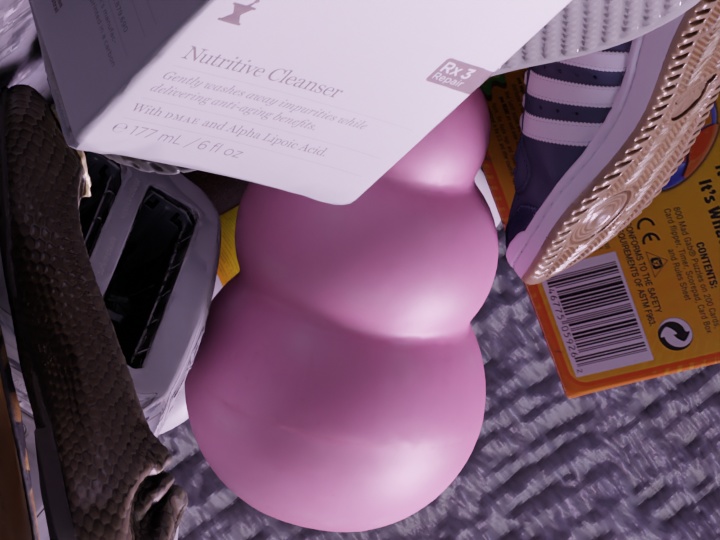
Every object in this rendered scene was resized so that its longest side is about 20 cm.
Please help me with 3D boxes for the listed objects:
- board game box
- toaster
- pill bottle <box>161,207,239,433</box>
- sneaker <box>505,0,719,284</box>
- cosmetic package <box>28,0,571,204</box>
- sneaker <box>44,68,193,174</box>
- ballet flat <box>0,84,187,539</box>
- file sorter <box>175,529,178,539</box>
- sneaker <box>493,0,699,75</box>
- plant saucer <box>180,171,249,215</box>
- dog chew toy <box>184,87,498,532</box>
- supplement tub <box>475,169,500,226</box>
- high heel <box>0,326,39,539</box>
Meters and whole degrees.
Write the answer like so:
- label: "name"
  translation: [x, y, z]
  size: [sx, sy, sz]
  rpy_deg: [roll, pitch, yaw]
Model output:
- label: "board game box"
  translation: [0.171, -0.092, 1.037]
  size: [0.199, 0.201, 0.200]
  rpy_deg: [-14, -165, 26]
- label: "toaster"
  translation: [-0.130, 0.028, 0.935]
  size: [0.129, 0.113, 0.200]
  rpy_deg: [-44, -163, 36]
- label: "pill bottle"
  translation: [-0.105, 0.014, 1.139]
  size: [0.109, 0.109, 0.200]
  rpy_deg: [-40, -176, 15]
- label: "sneaker"
  translation: [0.082, -0.090, 0.919]
  size: [0.070, 0.109, 0.200]
  rpy_deg: [-28, 156, -38]
- label: "cosmetic package"
  translation: [0.009, -0.112, 0.648]
  size: [0.112, 0.081, 0.200]
  rpy_deg: [10, 140, -42]
- label: "sneaker"
  translation: [-0.033, -0.104, 0.804]
  size: [0.200, 0.075, 0.087]
  rpy_deg: [-39, -171, 39]
- label: "ballet flat"
  translation: [-0.094, 0.018, 0.803]
  size: [0.046, 0.201, 0.068]
  rpy_deg: [-9, 143, -9]
- label: "file sorter"
  translation: [-0.200, 0.169, 1.142]
  size: [0.199, 0.125, 0.139]
  rpy_deg: [5, 175, -13]
- label: "sneaker"
  translation: [0.031, -0.120, 0.842]
  size: [0.200, 0.105, 0.075]
  rpy_deg: [-16, 163, 40]
- label: "plant saucer"
  translation: [-0.033, -0.079, 1.058]
  size: [0.200, 0.037, 0.200]
  rpy_deg: [-38, -168, 9]
- label: "dog chew toy"
  translation: [0.000, 0.000, 0.957]
  size: [0.125, 0.124, 0.201]
  rpy_deg: [-34, 138, -70]
- label: "supplement tub"
  translation: [-0.034, -0.023, 1.358]
  size: [0.200, 0.145, 0.145]
  rpy_deg: [-40, 178, 1]
- label: "high heel"
  translation: [-0.124, 0.022, 0.754]
  size: [0.071, 0.143, 0.200]
  rpy_deg: [-35, 175, -32]
